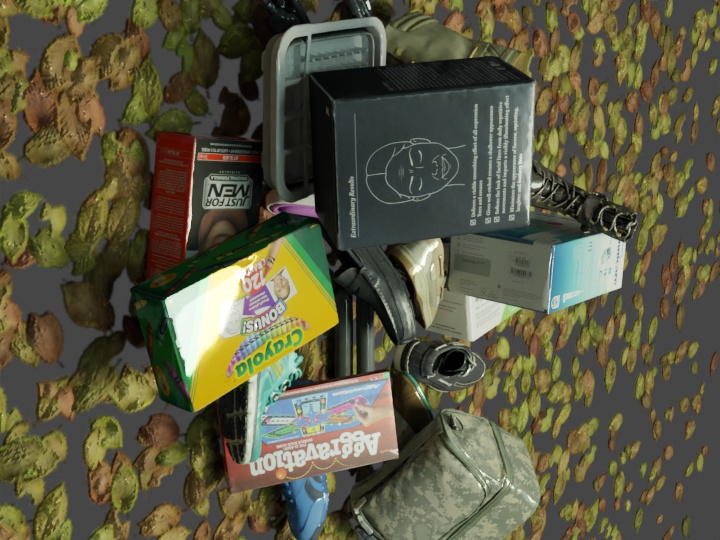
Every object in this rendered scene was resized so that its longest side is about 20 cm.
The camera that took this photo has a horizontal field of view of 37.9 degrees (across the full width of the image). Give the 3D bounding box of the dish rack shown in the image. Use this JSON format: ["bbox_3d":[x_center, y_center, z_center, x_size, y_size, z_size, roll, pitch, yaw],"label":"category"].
[{"bbox_3d":[-0.042,-0.171,1.081,0.200,0.043,0.173,-26,122,-53],"label":"dish rack"}]

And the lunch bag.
[{"bbox_3d":[0.102,0.277,1.338,0.167,0.140,0.200,33,117,-25],"label":"lunch bag"}]

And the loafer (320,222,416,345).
[{"bbox_3d":[0.000,0.000,1.210,0.070,0.068,0.201,-28,95,-18],"label":"loafer"}]

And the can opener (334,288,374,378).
[{"bbox_3d":[-0.005,0.116,1.297,0.067,0.053,0.201,-59,150,-73],"label":"can opener"}]

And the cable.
[{"bbox_3d":[-0.043,-0.292,1.130,0.200,0.051,0.164,45,57,-52],"label":"cable"}]

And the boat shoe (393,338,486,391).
[{"bbox_3d":[0.124,0.134,1.432,0.199,0.062,0.073,17,87,-51],"label":"boat shoe"}]

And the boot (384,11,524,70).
[{"bbox_3d":[0.071,-0.203,1.165,0.200,0.155,0.073,-51,159,-27],"label":"boot"}]

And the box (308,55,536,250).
[{"bbox_3d":[0.058,-0.117,1.021,0.199,0.107,0.149,-7,115,-13],"label":"box"}]

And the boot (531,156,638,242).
[{"bbox_3d":[0.240,-0.087,1.212,0.070,0.173,0.200,-65,159,9],"label":"boot"}]

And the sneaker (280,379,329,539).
[{"bbox_3d":[-0.080,0.224,1.220,0.078,0.066,0.202,-5,105,-35],"label":"sneaker"}]

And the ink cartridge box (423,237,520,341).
[{"bbox_3d":[0.152,-0.029,1.403,0.145,0.084,0.201,-27,120,-44],"label":"ink cartridge box"}]

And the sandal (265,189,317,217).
[{"bbox_3d":[-0.004,-0.051,1.139,0.082,0.201,0.050,71,26,-77],"label":"sandal"}]

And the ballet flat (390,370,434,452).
[{"bbox_3d":[0.069,0.220,1.402,0.072,0.068,0.201,-38,134,-13],"label":"ballet flat"}]

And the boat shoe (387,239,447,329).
[{"bbox_3d":[0.078,0.012,1.287,0.065,0.072,0.200,-38,157,-10],"label":"boat shoe"}]

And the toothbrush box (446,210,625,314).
[{"bbox_3d":[0.222,-0.015,1.307,0.199,0.146,0.086,-11,109,-50],"label":"toothbrush box"}]

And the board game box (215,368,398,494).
[{"bbox_3d":[-0.057,0.179,1.174,0.199,0.019,0.104,-9,98,-18],"label":"board game box"}]

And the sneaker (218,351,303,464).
[{"bbox_3d":[-0.098,0.107,1.115,0.079,0.077,0.201,15,80,-27],"label":"sneaker"}]

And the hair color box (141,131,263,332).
[{"bbox_3d":[-0.156,-0.034,1.050,0.101,0.061,0.201,-5,105,-50],"label":"hair color box"}]

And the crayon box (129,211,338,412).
[{"bbox_3d":[-0.117,0.035,1.019,0.200,0.058,0.120,-31,120,-39],"label":"crayon box"}]
